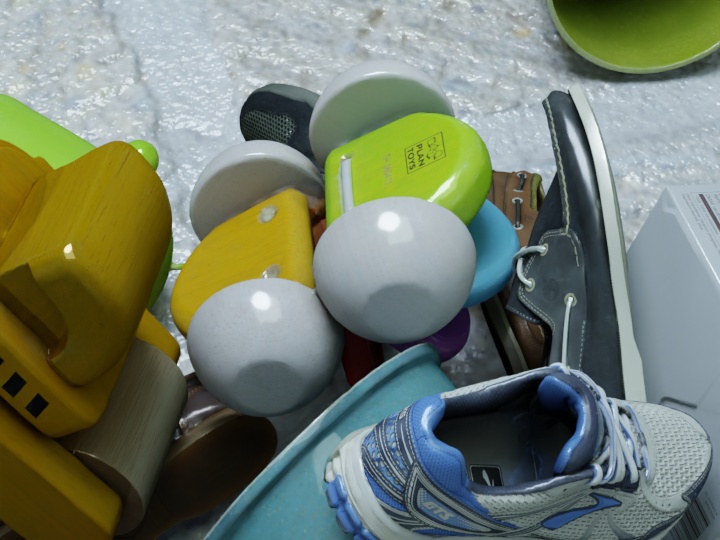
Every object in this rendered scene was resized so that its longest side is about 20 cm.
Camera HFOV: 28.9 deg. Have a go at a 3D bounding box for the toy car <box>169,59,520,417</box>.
[{"bbox_3d":[0.000,0.000,0.768,0.199,0.150,0.176,-31,37,21],"label":"toy car"}]

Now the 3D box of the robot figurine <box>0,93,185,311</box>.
[{"bbox_3d":[-0.200,-0.031,0.852,0.199,0.117,0.176,30,48,16],"label":"robot figurine"}]

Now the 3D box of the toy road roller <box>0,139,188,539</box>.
[{"bbox_3d":[-0.136,0.027,0.655,0.145,0.200,0.124,-20,36,31],"label":"toy road roller"}]

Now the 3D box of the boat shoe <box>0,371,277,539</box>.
[{"bbox_3d":[-0.143,0.123,0.773,0.198,0.071,0.070,-27,40,-20],"label":"boat shoe"}]

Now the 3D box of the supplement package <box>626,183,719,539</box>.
[{"bbox_3d":[0.199,0.077,0.753,0.109,0.201,0.157,-4,52,-22],"label":"supplement package"}]

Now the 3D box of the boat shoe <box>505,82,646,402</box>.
[{"bbox_3d":[0.106,0.004,0.717,0.067,0.072,0.203,-5,84,9],"label":"boat shoe"}]

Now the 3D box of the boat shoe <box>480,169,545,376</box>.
[{"bbox_3d":[0.101,-0.006,0.860,0.067,0.073,0.201,-16,37,4],"label":"boat shoe"}]

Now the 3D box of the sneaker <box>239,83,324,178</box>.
[{"bbox_3d":[-0.037,-0.040,0.904,0.113,0.077,0.200,-26,64,-31],"label":"sneaker"}]

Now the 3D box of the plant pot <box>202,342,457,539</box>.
[{"bbox_3d":[0.037,0.176,0.682,0.196,0.201,0.200,43,59,16],"label":"plant pot"}]

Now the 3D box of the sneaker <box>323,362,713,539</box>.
[{"bbox_3d":[0.088,0.083,0.605,0.198,0.085,0.078,-2,59,-32],"label":"sneaker"}]

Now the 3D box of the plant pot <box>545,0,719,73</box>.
[{"bbox_3d":[0.202,-0.284,1.075,0.184,0.189,0.201,-5,38,-10],"label":"plant pot"}]
